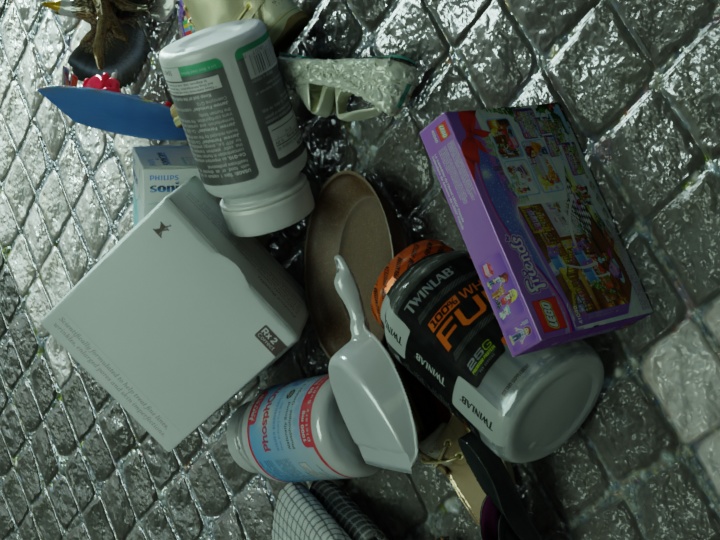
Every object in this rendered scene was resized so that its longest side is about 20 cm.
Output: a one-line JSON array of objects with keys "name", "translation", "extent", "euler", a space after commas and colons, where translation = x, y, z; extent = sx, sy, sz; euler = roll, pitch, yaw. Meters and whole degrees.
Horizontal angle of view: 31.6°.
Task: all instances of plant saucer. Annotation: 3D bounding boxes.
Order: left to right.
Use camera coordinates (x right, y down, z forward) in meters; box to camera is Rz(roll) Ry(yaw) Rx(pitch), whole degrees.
[{"name": "plant saucer", "translation": [0.000, 0.000, 1.275], "extent": [0.200, 0.037, 0.201], "euler": [10, 101, 63]}]

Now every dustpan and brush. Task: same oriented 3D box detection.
[{"name": "dustpan and brush", "translation": [0.003, 0.085, 1.193], "extent": [0.200, 0.057, 0.140], "euler": [63, 161, -5]}]

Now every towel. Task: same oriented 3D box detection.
[{"name": "towel", "translation": [-0.029, 0.339, 1.346], "extent": [0.166, 0.085, 0.200], "euler": [-150, 60, -63]}]

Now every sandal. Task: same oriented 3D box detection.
[{"name": "sandal", "translation": [0.128, 0.236, 1.137], "extent": [0.201, 0.048, 0.075], "euler": [62, 169, -12]}]

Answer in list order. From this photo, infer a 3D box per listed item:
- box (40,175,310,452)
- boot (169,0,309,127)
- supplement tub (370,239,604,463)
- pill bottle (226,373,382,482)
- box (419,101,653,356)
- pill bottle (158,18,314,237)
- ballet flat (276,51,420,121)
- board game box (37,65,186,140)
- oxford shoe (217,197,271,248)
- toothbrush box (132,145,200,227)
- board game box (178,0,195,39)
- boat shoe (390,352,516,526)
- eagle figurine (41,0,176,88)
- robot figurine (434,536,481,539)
[{"name": "box", "translation": [-0.189, 0.044, 1.351], "extent": [0.200, 0.131, 0.199], "euler": [-41, 97, 14]}, {"name": "boot", "translation": [-0.169, -0.262, 1.362], "extent": [0.200, 0.073, 0.156], "euler": [-39, 90, 33]}, {"name": "supplement tub", "translation": [0.105, 0.065, 1.114], "extent": [0.200, 0.122, 0.123], "euler": [42, 128, 37]}, {"name": "pill bottle", "translation": [-0.056, 0.169, 1.348], "extent": [0.200, 0.109, 0.109], "euler": [-17, 85, 51]}, {"name": "box", "translation": [0.143, -0.039, 1.033], "extent": [0.039, 0.137, 0.200], "euler": [-37, 69, 48]}, {"name": "pill bottle", "translation": [-0.120, -0.143, 1.285], "extent": [0.113, 0.113, 0.200], "euler": [10, 124, 50]}, {"name": "ballet flat", "translation": [-0.023, -0.181, 1.253], "extent": [0.200, 0.072, 0.072], "euler": [14, 108, 50]}, {"name": "board game box", "translation": [-0.277, -0.199, 1.488], "extent": [0.158, 0.200, 0.039], "euler": [8, 82, 8]}, {"name": "oxford shoe", "translation": [-0.114, -0.069, 1.400], "extent": [0.074, 0.071, 0.200], "euler": [30, 122, 38]}, {"name": "toothbrush box", "translation": [-0.220, -0.037, 1.485], "extent": [0.146, 0.085, 0.200], "euler": [-135, 44, -70]}, {"name": "board game box", "translation": [-0.167, -0.279, 1.439], "extent": [0.200, 0.039, 0.158], "euler": [47, 131, 33]}, {"name": "boat shoe", "translation": [0.082, 0.156, 1.205], "extent": [0.074, 0.069, 0.200], "euler": [-42, 66, 47]}, {"name": "eagle figurine", "translation": [-0.320, -0.319, 1.578], "extent": [0.152, 0.151, 0.200], "euler": [-55, 8, -6]}, {"name": "robot figurine", "translation": [0.086, 0.354, 1.214], "extent": [0.145, 0.058, 0.200], "euler": [-20, 66, 32]}]
